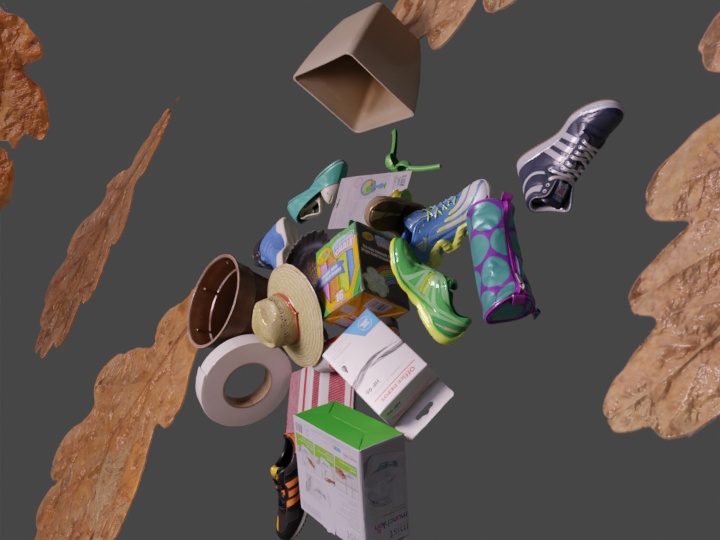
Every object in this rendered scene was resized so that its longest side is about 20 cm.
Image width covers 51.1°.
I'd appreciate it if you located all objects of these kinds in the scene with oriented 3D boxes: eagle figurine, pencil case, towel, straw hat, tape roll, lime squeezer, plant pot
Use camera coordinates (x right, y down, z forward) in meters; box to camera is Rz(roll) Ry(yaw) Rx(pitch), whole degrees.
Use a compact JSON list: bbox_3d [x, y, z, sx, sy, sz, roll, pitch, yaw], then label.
[{"bbox_3d":[-0.093,0.037,1.525,0.152,0.150,0.202,-31,58,59],"label":"eagle figurine"},{"bbox_3d":[0.219,-0.017,1.179,0.093,0.084,0.202,130,143,-48],"label":"pencil case"},{"bbox_3d":[-0.074,0.244,1.476,0.199,0.023,0.145,-26,50,41],"label":"towel"},{"bbox_3d":[-0.155,0.095,1.405,0.200,0.085,0.203,25,122,47],"label":"straw hat"},{"bbox_3d":[-0.236,0.226,1.540,0.204,0.202,0.037,-61,39,9],"label":"tape roll"},{"bbox_3d":[0.091,-0.218,1.502,0.070,0.038,0.200,-33,38,-5],"label":"lime squeezer"},{"bbox_3d":[-0.235,0.094,1.611,0.200,0.197,0.202,-28,50,41],"label":"plant pot"},{"bbox_3d":[0.015,-0.436,1.588,0.199,0.200,0.178,-4,56,51],"label":"plant pot"}]

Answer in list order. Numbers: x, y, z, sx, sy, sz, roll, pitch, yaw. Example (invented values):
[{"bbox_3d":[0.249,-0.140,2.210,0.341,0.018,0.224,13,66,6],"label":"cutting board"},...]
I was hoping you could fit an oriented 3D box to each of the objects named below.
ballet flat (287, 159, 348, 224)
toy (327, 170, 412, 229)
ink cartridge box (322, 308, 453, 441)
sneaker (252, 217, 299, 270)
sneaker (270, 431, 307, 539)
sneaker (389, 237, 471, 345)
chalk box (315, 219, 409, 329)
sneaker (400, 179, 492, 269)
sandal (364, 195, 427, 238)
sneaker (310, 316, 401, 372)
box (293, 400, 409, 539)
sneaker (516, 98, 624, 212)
[{"bbox_3d":[-0.086,-0.166,1.682,0.200,0.067,0.071,-36,70,36],"label":"ballet flat"},{"bbox_3d":[0.027,-0.134,1.522,0.199,0.047,0.116,-1,68,48],"label":"toy"},{"bbox_3d":[0.045,0.171,1.250,0.116,0.068,0.200,-46,55,-4],"label":"ink cartridge box"},{"bbox_3d":[-0.192,-0.021,1.715,0.111,0.076,0.201,-38,40,26],"label":"sneaker"},{"bbox_3d":[-0.140,0.401,1.418,0.070,0.090,0.202,3,74,53],"label":"sneaker"},{"bbox_3d":[0.118,0.026,1.263,0.083,0.074,0.201,-35,81,16],"label":"sneaker"},{"bbox_3d":[0.000,0.000,1.421,0.124,0.124,0.201,-36,45,35],"label":"chalk box"},{"bbox_3d":[0.139,-0.084,1.299,0.201,0.105,0.076,-54,38,19],"label":"sneaker"},{"bbox_3d":[0.060,-0.097,1.333,0.054,0.199,0.081,37,102,32],"label":"sandal"},{"bbox_3d":[-0.010,0.171,1.374,0.200,0.067,0.109,-29,49,26],"label":"sneaker"},{"bbox_3d":[-0.019,0.334,1.237,0.199,0.096,0.178,10,108,54],"label":"box"},{"bbox_3d":[0.320,-0.162,1.135,0.200,0.070,0.109,-38,40,45],"label":"sneaker"}]
